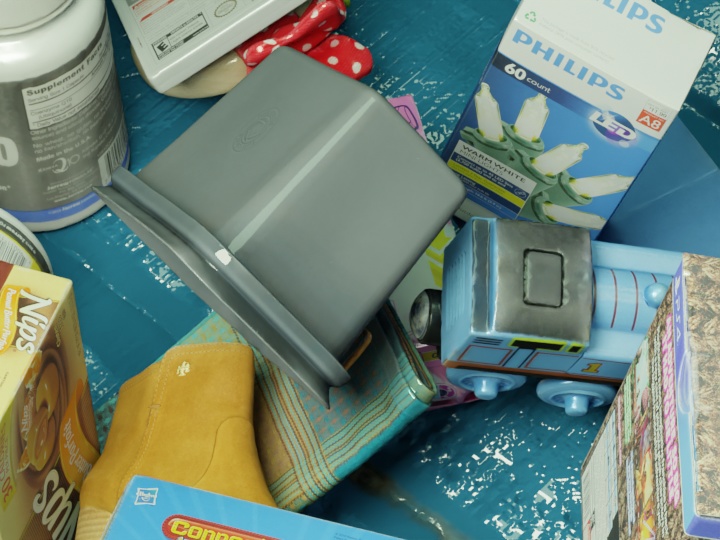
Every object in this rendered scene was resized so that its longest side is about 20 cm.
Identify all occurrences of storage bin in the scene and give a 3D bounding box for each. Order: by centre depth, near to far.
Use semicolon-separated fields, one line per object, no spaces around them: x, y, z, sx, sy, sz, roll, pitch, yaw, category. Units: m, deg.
-0.031;-0.028;1.492;0.134;0.146;0.200;-46;24;-4;storage bin

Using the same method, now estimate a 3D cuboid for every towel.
-0.059;0.077;1.566;0.200;0.022;0.147;-39;51;14;towel

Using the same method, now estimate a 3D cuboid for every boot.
-0.072;0.103;1.494;0.200;0.071;0.145;-10;55;38;boot

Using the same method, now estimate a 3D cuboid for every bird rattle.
-0.067;-0.154;1.783;0.162;0.113;0.201;-14;48;20;bird rattle

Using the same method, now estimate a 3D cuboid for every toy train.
0.129;0.028;1.540;0.198;0.114;0.087;7;71;-12;toy train

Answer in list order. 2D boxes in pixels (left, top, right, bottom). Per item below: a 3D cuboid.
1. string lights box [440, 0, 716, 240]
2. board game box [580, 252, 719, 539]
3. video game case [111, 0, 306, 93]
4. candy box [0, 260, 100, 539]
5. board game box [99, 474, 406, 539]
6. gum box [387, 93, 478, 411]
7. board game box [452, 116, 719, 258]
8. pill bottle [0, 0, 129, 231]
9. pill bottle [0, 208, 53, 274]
0.112;-0.084;1.563;0.102;0.200;0.059;29;61;2;string lights box
0.185;0.119;1.453;0.096;0.201;0.160;9;51;-8;board game box
-0.096;-0.211;1.756;0.143;0.018;0.201;-32;46;5;video game case
-0.188;0.102;1.501;0.055;0.201;0.116;16;53;13;candy box
-0.023;0.202;1.413;0.199;0.197;0.056;13;52;13;board game box
0.000;0.000;1.658;0.113;0.066;0.201;-12;52;-4;gum box
0.146;-0.017;1.675;0.157;0.039;0.200;-26;59;-16;board game box
-0.204;-0.127;1.689;0.113;0.201;0.114;-2;50;2;pill bottle
-0.249;0.059;1.585;0.111;0.113;0.201;7;44;10;pill bottle
